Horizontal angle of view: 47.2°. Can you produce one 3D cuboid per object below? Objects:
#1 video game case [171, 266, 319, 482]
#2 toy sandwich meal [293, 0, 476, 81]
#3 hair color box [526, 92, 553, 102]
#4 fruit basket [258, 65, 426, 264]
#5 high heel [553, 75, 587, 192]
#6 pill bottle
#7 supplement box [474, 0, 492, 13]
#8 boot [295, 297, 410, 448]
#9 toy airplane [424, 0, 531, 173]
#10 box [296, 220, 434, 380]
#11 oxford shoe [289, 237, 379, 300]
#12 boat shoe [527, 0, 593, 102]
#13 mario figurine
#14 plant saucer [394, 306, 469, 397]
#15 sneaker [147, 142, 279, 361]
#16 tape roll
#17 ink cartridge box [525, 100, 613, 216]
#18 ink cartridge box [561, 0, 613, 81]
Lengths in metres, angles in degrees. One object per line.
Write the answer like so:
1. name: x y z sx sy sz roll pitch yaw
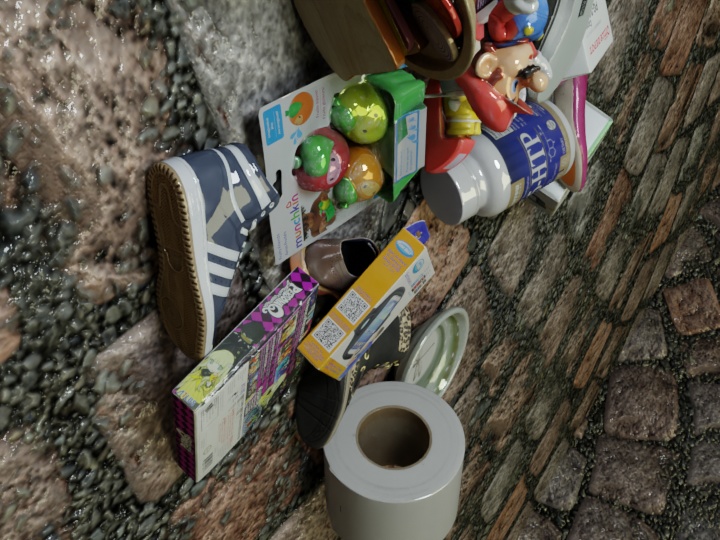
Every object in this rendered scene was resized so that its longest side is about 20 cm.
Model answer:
1. video game case: -0.119 0.113 0.855 0.181 0.036 0.201 -46 165 -30
2. toy sandwich meal: 0.013 -0.230 0.695 0.070 0.205 0.207 -40 147 -14
3. hair color box: 0.240 -0.291 1.173 0.100 0.060 0.201 -51 151 -22
4. fruit basket: -0.015 -0.119 0.844 0.199 0.093 0.188 -38 143 -34
5. high heel: 0.302 -0.218 1.161 0.095 0.067 0.204 -32 110 -30
6. pill bottle: 0.182 -0.143 1.112 0.198 0.119 0.121 -29 140 -24
7. supplement box: 0.098 -0.331 0.840 0.200 0.109 0.087 -43 146 -34
8. boot: -0.006 0.128 1.088 0.149 0.072 0.205 -4 110 -56
9. toy airplane: 0.133 -0.231 0.952 0.201 0.139 0.201 -49 148 -24
10. box: 0.019 0.034 0.939 0.200 0.041 0.119 -47 164 -2
11. oxford shoe: 0.000 0.000 0.963 0.199 0.072 0.073 4 72 -61
12. boat shoe: 0.213 -0.287 0.904 0.070 0.063 0.203 -29 143 -42
13. mario figurine: 0.170 -0.234 0.814 0.121 0.106 0.204 6 109 -28
14. plant saucer: 0.102 0.142 1.306 0.200 0.050 0.203 -41 145 -36
15. sneaker: -0.129 -0.019 0.752 0.108 0.069 0.204 -32 136 -42
16. tape roll: 0.046 0.279 1.162 0.202 0.200 0.141 -40 145 -37
17. ink cartridge box: 0.312 -0.177 1.294 0.147 0.087 0.200 -56 172 3
18. ink cartridge box: 0.234 -0.343 0.991 0.145 0.082 0.204 -47 124 -50
